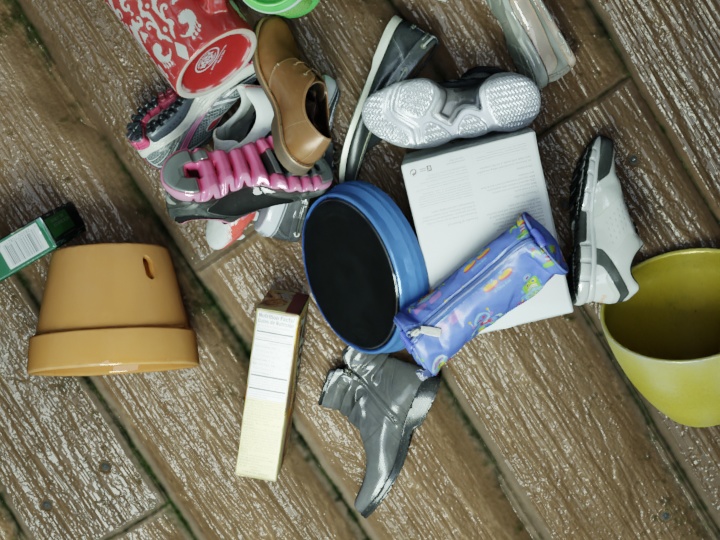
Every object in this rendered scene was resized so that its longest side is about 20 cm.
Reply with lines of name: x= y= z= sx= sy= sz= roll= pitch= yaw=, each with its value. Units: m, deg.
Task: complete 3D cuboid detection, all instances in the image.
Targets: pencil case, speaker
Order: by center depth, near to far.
pencil case: x=0.122 y=0.026 z=1.277 sx=0.199 sy=0.087 sz=0.078 roll=-39 pitch=75 yaw=9
speaker: x=-0.087 y=-0.320 z=1.326 sx=0.087 sy=0.200 sz=0.090 roll=1 pitch=100 yaw=4

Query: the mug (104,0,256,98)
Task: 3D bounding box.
mug: x=-0.211 y=-0.307 z=1.322 sx=0.133 sy=0.178 sz=0.201 roll=-32 pitch=76 yaw=-12

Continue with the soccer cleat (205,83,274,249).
soccer cleat: x=-0.146 y=-0.122 z=1.415 sx=0.068 sy=0.085 sz=0.202 roll=35 pitch=104 yaw=42

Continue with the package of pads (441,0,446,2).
package of pads: x=0.048 y=-0.406 z=1.341 sx=0.152 sy=0.068 sz=0.203 roll=11 pitch=80 yaw=3

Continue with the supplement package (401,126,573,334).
supplement package: x=0.141 y=-0.046 z=1.382 sx=0.150 sy=0.151 sz=0.203 roll=-13 pitch=99 yaw=6

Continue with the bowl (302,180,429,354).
bowl: x=0.000 y=0.000 z=1.387 sx=0.039 sy=0.200 sz=0.204 roll=-19 pitch=100 yaw=-33

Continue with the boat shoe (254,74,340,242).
boat shoe: x=-0.059 y=-0.126 z=1.430 sx=0.066 sy=0.070 sz=0.202 roll=20 pitch=97 yaw=-20

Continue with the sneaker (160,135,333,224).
sneaker: x=-0.130 y=-0.092 z=1.369 sx=0.197 sy=0.080 sz=0.096 roll=-5 pitch=144 yaw=-18

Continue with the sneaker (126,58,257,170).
sneaker: x=-0.180 y=-0.198 z=1.425 sx=0.199 sy=0.081 sz=0.075 roll=-38 pitch=132 yaw=-1

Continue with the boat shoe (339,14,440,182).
boat shoe: x=0.028 y=-0.188 z=1.407 sx=0.067 sy=0.072 sz=0.202 roll=24 pitch=98 yaw=0

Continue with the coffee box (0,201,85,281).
coffee box: x=-0.433 y=-0.009 z=1.446 sx=0.198 sy=0.123 sz=0.044 roll=-29 pitch=98 yaw=10

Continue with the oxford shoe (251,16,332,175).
oxford shoe: x=-0.069 y=-0.208 z=1.357 sx=0.071 sy=0.071 sz=0.202 roll=-36 pitch=60 yaw=36

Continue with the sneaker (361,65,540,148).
sneaker: x=0.101 y=-0.187 z=1.379 sx=0.197 sy=0.114 sz=0.077 roll=-5 pitch=104 yaw=3

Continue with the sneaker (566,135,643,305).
sneaker: x=0.281 y=-0.055 z=1.394 sx=0.079 sy=0.074 sz=0.203 roll=6 pitch=77 yaw=-3

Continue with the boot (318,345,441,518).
boot: x=0.003 y=0.186 z=1.483 sx=0.130 sy=0.070 sz=0.202 roll=25 pitch=90 yaw=2

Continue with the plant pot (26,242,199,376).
plant pot: x=-0.290 y=0.047 z=1.420 sx=0.197 sy=0.200 sz=0.142 roll=-4 pitch=84 yaw=5

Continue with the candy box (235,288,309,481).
candy box: x=-0.104 y=0.134 z=1.449 sx=0.054 sy=0.115 sz=0.203 roll=8 pitch=101 yaw=2

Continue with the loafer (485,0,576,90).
loafer: x=0.182 y=-0.307 z=1.383 sx=0.062 sy=0.072 sz=0.202 roll=-27 pitch=103 yaw=-8

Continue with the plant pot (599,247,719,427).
plant pot: x=0.383 y=0.091 z=1.385 sx=0.197 sy=0.201 sz=0.143 roll=-16 pitch=123 yaw=7
